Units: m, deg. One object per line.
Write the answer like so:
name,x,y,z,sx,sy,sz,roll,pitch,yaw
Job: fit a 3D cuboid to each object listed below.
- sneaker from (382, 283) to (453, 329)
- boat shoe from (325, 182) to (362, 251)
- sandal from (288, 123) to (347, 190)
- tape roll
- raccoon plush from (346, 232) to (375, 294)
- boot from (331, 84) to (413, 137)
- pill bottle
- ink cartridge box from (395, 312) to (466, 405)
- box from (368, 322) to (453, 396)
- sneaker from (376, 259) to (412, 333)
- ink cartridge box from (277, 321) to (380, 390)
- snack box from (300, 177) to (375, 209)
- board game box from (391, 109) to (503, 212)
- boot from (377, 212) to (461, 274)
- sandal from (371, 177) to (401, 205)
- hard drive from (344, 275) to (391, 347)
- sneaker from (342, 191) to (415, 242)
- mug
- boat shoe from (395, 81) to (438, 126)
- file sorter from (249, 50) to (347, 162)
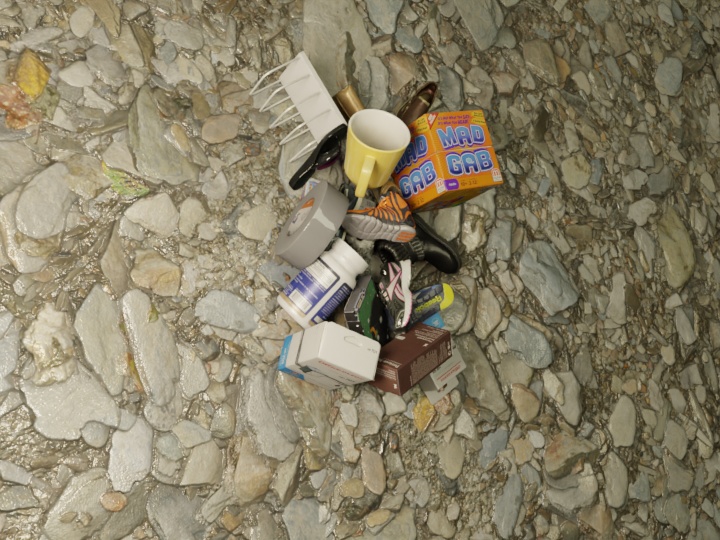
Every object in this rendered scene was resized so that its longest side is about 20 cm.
sneaker,0.136,0.093,1.754,0.198,0.082,0.075,-20,97,-14
boat shoe,-0.060,-0.113,1.666,0.062,0.075,0.202,30,82,-27
sandal,-0.088,-0.259,1.637,0.048,0.201,0.075,46,20,11
tape roll,-0.111,-0.103,1.571,0.066,0.200,0.202,35,62,-20
raccoon plush,0.000,0.000,1.706,0.134,0.096,0.202,-47,134,-46
boot,0.020,-0.376,1.743,0.201,0.174,0.066,55,50,-12
pill bottle,-0.082,0.030,1.561,0.116,0.116,0.200,44,87,-14
ink cartridge box,0.186,0.222,1.749,0.115,0.067,0.202,-31,94,-33
box,0.112,0.198,1.589,0.199,0.099,0.076,-31,121,-40
sneaker,0.078,0.063,1.658,0.085,0.081,0.202,2,48,1
ink cartridge box,-0.071,0.189,1.518,0.145,0.199,0.087,25,65,-23
snack box,-0.053,-0.165,1.729,0.198,0.024,0.073,18,69,-27
board game box,0.212,-0.280,1.818,0.198,0.199,0.202,-12,84,-33
boot,0.150,-0.031,1.784,0.211,0.079,0.158,41,52,-4
sandal,0.073,-0.185,1.772,0.080,0.054,0.202,18,48,-28
hard drive,0.018,0.132,1.608,0.140,0.037,0.202,-66,147,-51
sneaker,0.037,-0.136,1.671,0.198,0.078,0.113,11,55,-30
mug,0.015,-0.270,1.657,0.149,0.154,0.186,43,52,18
boat shoe,0.153,-0.445,1.895,0.074,0.075,0.203,33,60,-8
file sorter,-0.154,-0.383,1.659,0.124,0.138,0.201,-34,96,-30
